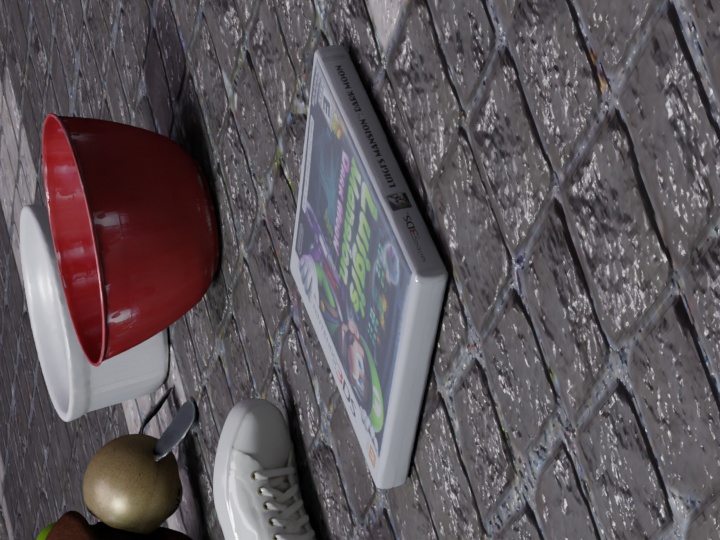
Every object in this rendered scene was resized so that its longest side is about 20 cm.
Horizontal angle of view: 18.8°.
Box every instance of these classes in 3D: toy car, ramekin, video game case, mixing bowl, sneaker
[{"bbox_3d":[-0.187,0.205,1.925,0.164,0.157,0.201,16,87,68],"label":"toy car"},{"bbox_3d":[-0.244,0.031,1.991,0.200,0.097,0.201,169,90,-74],"label":"ramekin"},{"bbox_3d":[0.000,0.000,1.281,0.200,0.023,0.182,99,154,-49],"label":"video game case"},{"bbox_3d":[-0.175,-0.032,1.699,0.200,0.108,0.201,170,90,-74],"label":"mixing bowl"},{"bbox_3d":[-0.050,0.189,1.533,0.084,0.073,0.201,-3,92,43],"label":"sneaker"}]
